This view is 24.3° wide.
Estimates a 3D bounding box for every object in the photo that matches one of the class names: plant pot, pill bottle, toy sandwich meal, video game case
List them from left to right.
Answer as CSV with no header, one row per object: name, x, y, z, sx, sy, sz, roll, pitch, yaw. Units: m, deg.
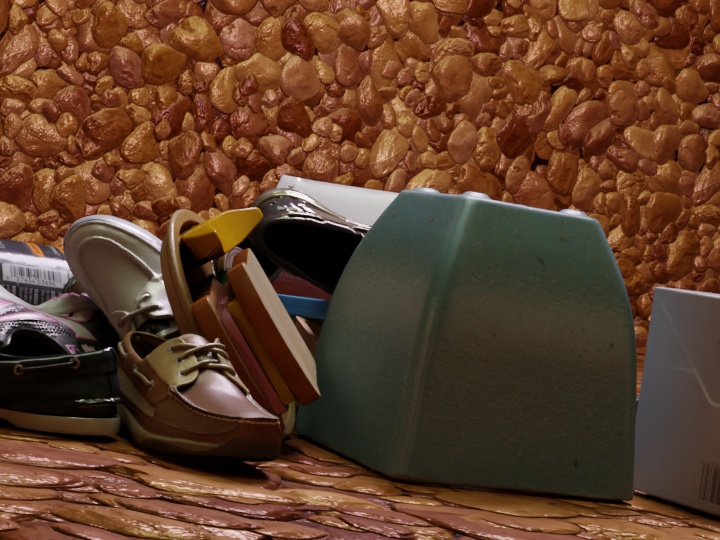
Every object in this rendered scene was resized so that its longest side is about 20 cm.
pill bottle,-0.250,0.035,1.431,0.199,0.107,0.106,9,1,-35
toy sandwich meal,-0.078,0.032,1.228,0.070,0.206,0.205,-25,-6,11
video game case,0.031,0.055,1.442,0.199,0.018,0.143,18,-7,-36
plant pot,0.086,0.046,1.234,0.195,0.201,0.196,9,0,-24

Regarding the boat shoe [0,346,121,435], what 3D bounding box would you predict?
boat shoe,-0.251,0.061,1.092,0.198,0.067,0.074,9,2,7

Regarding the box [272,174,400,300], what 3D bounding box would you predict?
box,-0.008,0.022,1.604,0.151,0.107,0.201,9,-37,18

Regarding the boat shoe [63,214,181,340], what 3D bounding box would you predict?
boat shoe,-0.155,0.039,1.290,0.200,0.071,0.070,48,13,-5

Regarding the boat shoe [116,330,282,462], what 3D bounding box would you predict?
boat shoe,-0.118,0.079,1.102,0.075,0.074,0.200,8,1,-35

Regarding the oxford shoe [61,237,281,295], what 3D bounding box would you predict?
oxford shoe,-0.152,0.002,1.390,0.199,0.073,0.084,-17,-7,-31

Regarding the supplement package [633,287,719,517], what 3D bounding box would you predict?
supplement package,0.306,0.104,1.201,0.110,0.157,0.200,7,2,-32

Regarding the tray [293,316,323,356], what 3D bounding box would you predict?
tray,0.042,0.096,1.379,0.199,0.037,0.099,18,14,-25

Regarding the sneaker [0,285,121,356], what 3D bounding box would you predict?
sneaker,-0.236,0.067,1.278,0.199,0.081,0.086,10,23,-47

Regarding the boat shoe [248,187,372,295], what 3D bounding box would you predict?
boat shoe,0.000,0.000,1.339,0.199,0.075,0.073,18,19,-7

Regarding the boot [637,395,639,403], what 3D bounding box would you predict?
boot,0.207,0.133,1.529,0.164,0.066,0.200,10,-4,-29
